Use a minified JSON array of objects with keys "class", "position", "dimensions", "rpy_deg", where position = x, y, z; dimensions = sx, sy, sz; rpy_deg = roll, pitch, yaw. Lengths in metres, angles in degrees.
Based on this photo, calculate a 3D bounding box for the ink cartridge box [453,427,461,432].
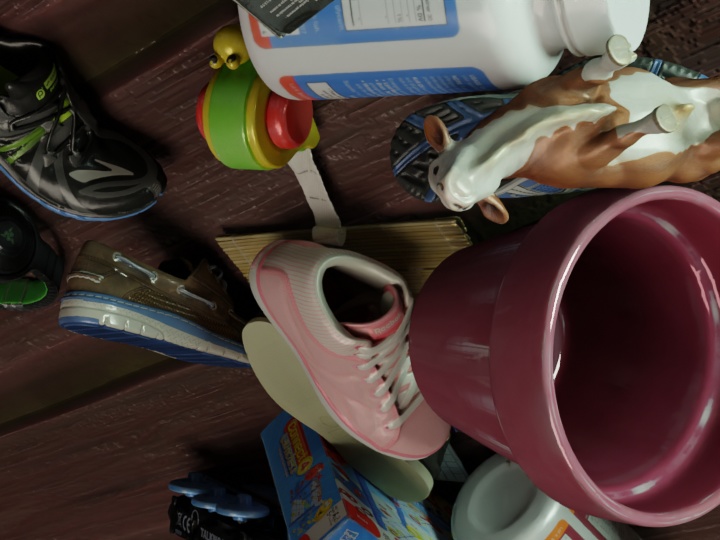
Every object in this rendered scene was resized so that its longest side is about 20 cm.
[{"class":"ink cartridge box","position":[0.120,0.084,1.142],"dimensions":[0.200,0.039,0.100],"rpy_deg":[4,142,23]}]

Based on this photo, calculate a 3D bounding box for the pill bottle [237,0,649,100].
[{"class":"pill bottle","position":[0.045,-0.149,0.818],"dimensions":[0.200,0.112,0.112],"rpy_deg":[1,139,26]}]

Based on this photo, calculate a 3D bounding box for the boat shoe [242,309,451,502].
[{"class":"boat shoe","position":[-0.010,0.092,1.173],"dimensions":[0.201,0.063,0.074],"rpy_deg":[44,142,-23]}]

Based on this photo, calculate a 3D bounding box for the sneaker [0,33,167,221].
[{"class":"sneaker","position":[-0.217,-0.103,1.041],"dimensions":[0.200,0.071,0.083],"rpy_deg":[37,147,-16]}]

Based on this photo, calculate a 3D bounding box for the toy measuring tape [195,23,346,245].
[{"class":"toy measuring tape","position":[-0.057,-0.071,0.998],"dimensions":[0.073,0.074,0.200],"rpy_deg":[3,137,24]}]

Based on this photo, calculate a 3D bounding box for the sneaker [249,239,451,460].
[{"class":"sneaker","position":[0.011,0.060,1.077],"dimensions":[0.200,0.075,0.105],"rpy_deg":[51,156,-19]}]

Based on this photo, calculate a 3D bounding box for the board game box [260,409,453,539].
[{"class":"board game box","position":[0.022,0.212,1.230],"dimensions":[0.200,0.196,0.056],"rpy_deg":[40,101,-25]}]

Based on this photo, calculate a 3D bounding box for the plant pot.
[{"class":"plant pot","position":[0.131,0.048,0.969],"dimensions":[0.200,0.200,0.179],"rpy_deg":[43,158,-28]}]

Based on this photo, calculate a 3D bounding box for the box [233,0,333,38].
[{"class":"box","position":[0.015,-0.224,0.692],"dimensions":[0.086,0.164,0.200],"rpy_deg":[38,140,-21]}]

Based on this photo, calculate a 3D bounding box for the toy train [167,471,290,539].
[{"class":"toy train","position":[-0.096,0.229,1.354],"dimensions":[0.114,0.087,0.200],"rpy_deg":[4,-179,-29]}]

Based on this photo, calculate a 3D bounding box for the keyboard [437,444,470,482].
[{"class":"keyboard","position":[0.030,0.109,1.237],"dimensions":[0.056,0.011,0.200],"rpy_deg":[5,142,35]}]

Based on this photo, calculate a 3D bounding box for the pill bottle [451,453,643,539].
[{"class":"pill bottle","position":[0.171,0.236,1.252],"dimensions":[0.109,0.110,0.200],"rpy_deg":[-16,130,40]}]

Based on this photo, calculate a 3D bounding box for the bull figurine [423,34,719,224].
[{"class":"bull figurine","position":[0.128,-0.073,0.785],"dimensions":[0.200,0.065,0.121],"rpy_deg":[-11,172,-34]}]

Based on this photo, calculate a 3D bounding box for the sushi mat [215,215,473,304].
[{"class":"sushi mat","position":[0.000,0.000,1.114],"dimensions":[0.200,0.012,0.096],"rpy_deg":[-3,136,29]}]

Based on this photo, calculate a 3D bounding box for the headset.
[{"class":"headset","position":[-0.307,-0.034,1.194],"dimensions":[0.123,0.094,0.200],"rpy_deg":[-1,154,21]}]

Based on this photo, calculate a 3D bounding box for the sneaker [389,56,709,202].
[{"class":"sneaker","position":[0.120,-0.083,0.914],"dimensions":[0.200,0.076,0.077],"rpy_deg":[-4,-177,13]}]

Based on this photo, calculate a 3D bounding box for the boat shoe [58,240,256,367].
[{"class":"boat shoe","position":[-0.130,0.026,1.154],"dimensions":[0.072,0.073,0.200],"rpy_deg":[-2,165,41]}]
